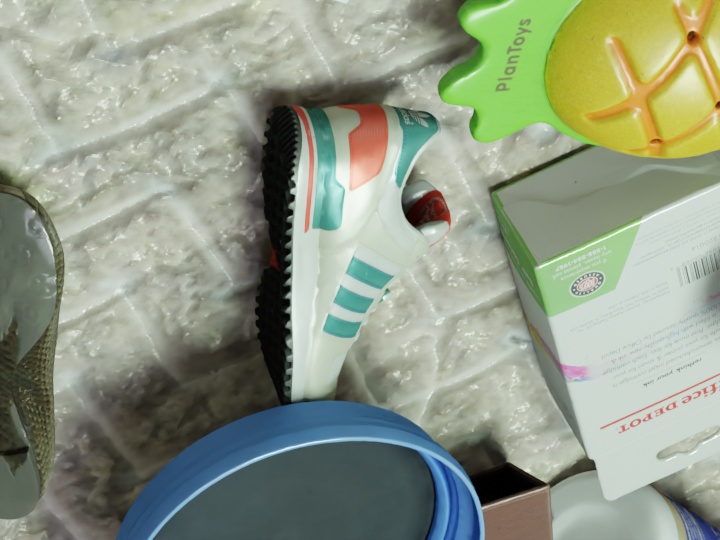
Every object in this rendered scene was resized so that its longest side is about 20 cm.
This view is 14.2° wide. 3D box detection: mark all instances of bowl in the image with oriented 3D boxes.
[{"bbox_3d":[-0.035,0.149,1.496,0.200,0.039,0.201,-12,132,-14],"label":"bowl"}]

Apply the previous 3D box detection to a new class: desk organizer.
[{"bbox_3d":[0.005,0.153,1.596,0.200,0.072,0.077,-17,133,-11],"label":"desk organizer"}]

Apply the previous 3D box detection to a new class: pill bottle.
[{"bbox_3d":[0.184,0.205,1.695,0.120,0.120,0.200,-42,135,14],"label":"pill bottle"}]

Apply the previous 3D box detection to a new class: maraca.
[{"bbox_3d":[0.134,-0.111,1.388,0.200,0.107,0.137,-6,132,-21],"label":"maraca"}]

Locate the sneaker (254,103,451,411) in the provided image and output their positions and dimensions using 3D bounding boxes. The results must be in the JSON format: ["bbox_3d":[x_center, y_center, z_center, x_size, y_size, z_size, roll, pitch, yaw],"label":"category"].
[{"bbox_3d":[0.000,-0.001,1.450,0.093,0.070,0.200,-7,130,-12],"label":"sneaker"}]

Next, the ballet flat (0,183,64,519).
[{"bbox_3d":[-0.174,0.036,1.424,0.067,0.046,0.200,8,127,8],"label":"ballet flat"}]

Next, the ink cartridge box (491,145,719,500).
[{"bbox_3d":[0.151,0.022,1.547,0.117,0.067,0.200,-24,135,-6],"label":"ink cartridge box"}]

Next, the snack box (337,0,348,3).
[{"bbox_3d":[0.013,-0.213,1.295,0.072,0.024,0.200,14,122,-36],"label":"snack box"}]
